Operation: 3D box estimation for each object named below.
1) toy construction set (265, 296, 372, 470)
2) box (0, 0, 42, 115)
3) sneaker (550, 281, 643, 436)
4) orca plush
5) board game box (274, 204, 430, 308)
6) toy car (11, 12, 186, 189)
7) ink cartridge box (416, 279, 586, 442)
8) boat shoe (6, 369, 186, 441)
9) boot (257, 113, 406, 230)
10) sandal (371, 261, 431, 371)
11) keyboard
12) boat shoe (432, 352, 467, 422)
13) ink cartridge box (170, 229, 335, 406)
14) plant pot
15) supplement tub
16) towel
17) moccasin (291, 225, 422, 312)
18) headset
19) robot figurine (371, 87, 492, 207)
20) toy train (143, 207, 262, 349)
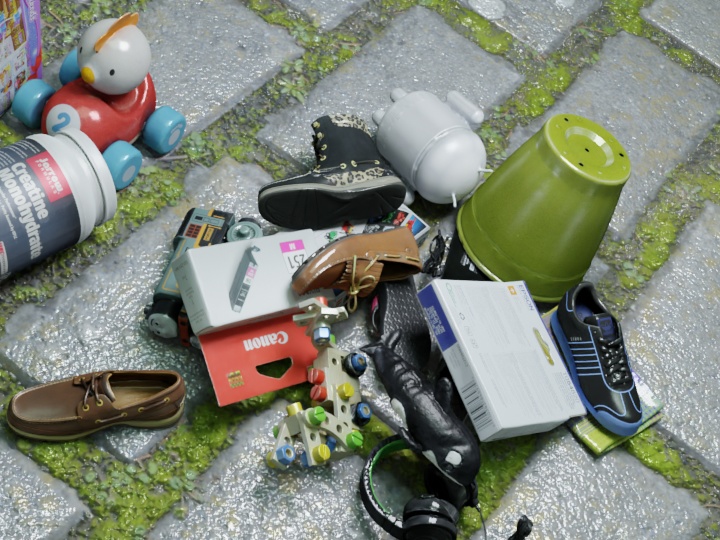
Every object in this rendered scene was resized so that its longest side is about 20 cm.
[{"bbox_3d":[-0.046,0.135,1.289,0.130,0.092,0.203,19,68,-40],"label":"toy construction set"},{"bbox_3d":[-0.466,-0.292,1.438,0.039,0.201,0.137,26,50,8],"label":"box"},{"bbox_3d":[0.306,0.108,1.419,0.069,0.078,0.201,-11,58,-24],"label":"sneaker"},{"bbox_3d":[0.084,0.140,1.263,0.104,0.071,0.201,13,39,-41],"label":"orca plush"},{"bbox_3d":[-0.016,-0.040,1.491,0.126,0.035,0.199,41,53,17],"label":"board game box"},{"bbox_3d":[-0.333,-0.248,1.445,0.183,0.201,0.177,35,51,11],"label":"toy car"},{"bbox_3d":[0.175,0.105,1.373,0.199,0.041,0.201,2,58,-48],"label":"ink cartridge box"},{"bbox_3d":[-0.292,0.140,1.246,0.197,0.068,0.073,-3,54,-19],"label":"boat shoe"},{"bbox_3d":[-0.054,-0.135,1.492,0.201,0.074,0.155,-7,48,-19],"label":"boot"},{"bbox_3d":[0.044,0.053,1.425,0.074,0.045,0.202,16,51,-31],"label":"sandal"},{"bbox_3d":[0.132,-0.007,1.512,0.103,0.040,0.201,32,39,-9],"label":"keyboard"},{"bbox_3d":[0.120,0.133,1.379,0.069,0.067,0.201,29,51,6],"label":"boat shoe"},{"bbox_3d":[-0.110,0.050,1.313,0.199,0.043,0.176,-12,78,-46],"label":"ink cartridge box"},{"bbox_3d":[0.257,-0.097,1.494,0.198,0.194,0.202,16,43,-15],"label":"plant pot"},{"bbox_3d":[-0.406,-0.077,1.330,0.199,0.141,0.140,-31,67,-33],"label":"supplement tub"},{"bbox_3d":[0.290,0.135,1.459,0.143,0.023,0.201,-22,63,-31],"label":"towel"},{"bbox_3d":[-0.001,0.001,1.358,0.200,0.074,0.078,-11,68,-50],"label":"moccasin"},{"bbox_3d":[0.095,0.256,1.259,0.199,0.094,0.124,30,51,9],"label":"headset"},{"bbox_3d":[0.098,-0.171,1.564,0.113,0.170,0.200,22,21,-53],"label":"robot figurine"},{"bbox_3d":[-0.189,0.009,1.376,0.112,0.086,0.202,12,52,8],"label":"toy train"}]
